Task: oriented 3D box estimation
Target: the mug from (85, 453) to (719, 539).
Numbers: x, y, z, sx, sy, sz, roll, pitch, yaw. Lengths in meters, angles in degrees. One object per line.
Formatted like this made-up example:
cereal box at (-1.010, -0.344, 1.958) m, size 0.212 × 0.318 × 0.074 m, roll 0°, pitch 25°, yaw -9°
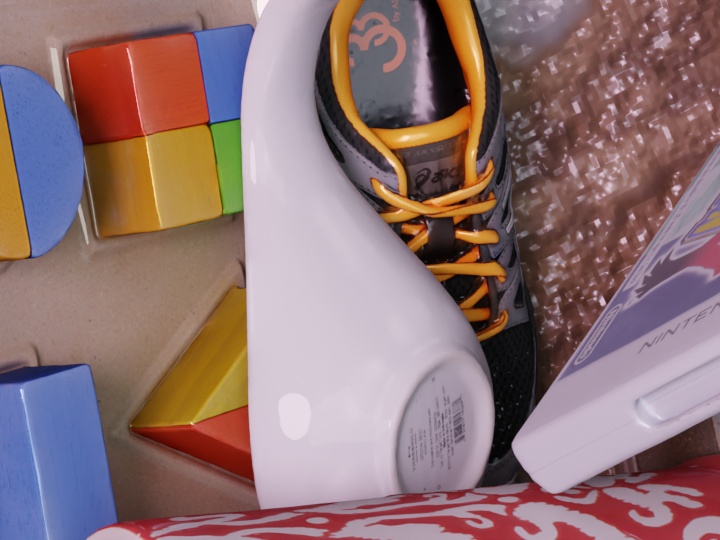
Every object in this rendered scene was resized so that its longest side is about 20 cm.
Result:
mug at (0.034, 0.125, 0.660) m, size 0.199 × 0.177 × 0.134 m, roll 2°, pitch 109°, yaw -30°

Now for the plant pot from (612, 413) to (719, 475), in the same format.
plant pot at (0.206, 0.026, 0.743) m, size 0.199 × 0.198 × 0.201 m, roll 8°, pitch 67°, yaw -20°

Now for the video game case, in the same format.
video game case at (0.142, -0.037, 0.667) m, size 0.023 × 0.182 × 0.200 m, roll 47°, pitch 48°, yaw -8°

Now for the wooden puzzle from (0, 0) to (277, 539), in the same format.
wooden puzzle at (-0.075, 0.008, 0.704) m, size 0.200 × 0.046 × 0.186 m, roll -15°, pitch 98°, yaw -45°

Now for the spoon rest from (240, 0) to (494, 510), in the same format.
spoon rest at (0.000, 0.000, 0.731) m, size 0.099 × 0.060 × 0.201 m, roll -24°, pitch 118°, yaw -47°

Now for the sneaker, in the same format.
sneaker at (0.016, -0.021, 0.796) m, size 0.078 × 0.077 × 0.201 m, roll -16°, pitch 99°, yaw -12°
